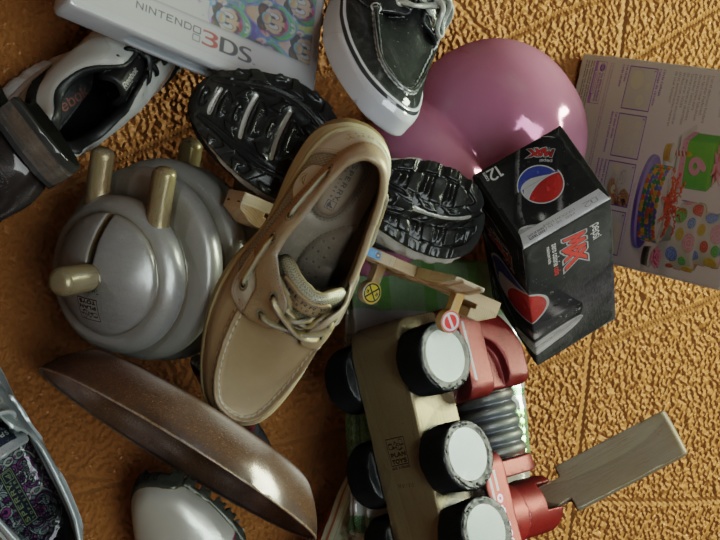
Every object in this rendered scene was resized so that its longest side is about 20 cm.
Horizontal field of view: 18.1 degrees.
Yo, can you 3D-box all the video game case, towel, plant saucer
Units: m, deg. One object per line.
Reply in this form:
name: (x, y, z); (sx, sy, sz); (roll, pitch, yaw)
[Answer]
video game case: (-0.096, -0.218, 1.409); (0.182, 0.024, 0.201); (20, 64, -33)
towel: (0.051, 0.089, 1.565); (0.149, 0.031, 0.201); (5, 76, -34)
plant saucer: (-0.106, 0.102, 1.394); (0.200, 0.200, 0.032); (38, 76, -31)

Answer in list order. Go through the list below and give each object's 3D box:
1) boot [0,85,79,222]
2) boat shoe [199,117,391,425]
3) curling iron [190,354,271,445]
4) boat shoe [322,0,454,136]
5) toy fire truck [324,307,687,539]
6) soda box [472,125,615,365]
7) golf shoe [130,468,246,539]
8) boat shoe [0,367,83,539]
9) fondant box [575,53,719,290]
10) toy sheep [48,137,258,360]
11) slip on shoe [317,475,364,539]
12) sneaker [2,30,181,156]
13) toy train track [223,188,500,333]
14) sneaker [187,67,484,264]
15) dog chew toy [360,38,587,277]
boot: (-0.280, -0.069, 1.324); (0.174, 0.069, 0.200); (-40, 82, 4)
boat shoe: (-0.038, 0.009, 1.328); (0.072, 0.065, 0.201); (23, 106, -16)
curling iron: (-0.072, 0.104, 1.460); (0.026, 0.050, 0.200); (-46, 155, -16)
boat shoe: (0.025, -0.166, 1.437); (0.074, 0.200, 0.068); (38, 120, -24)
toy fire truck: (0.101, 0.107, 1.511); (0.200, 0.128, 0.177); (-9, 83, -44)
soda box: (0.124, -0.013, 1.494); (0.071, 0.063, 0.200); (-30, 156, -6)
golf shoe: (-0.107, 0.226, 1.467); (0.088, 0.077, 0.201); (-43, 120, -54)
boat shoe: (-0.228, 0.102, 1.393); (0.070, 0.071, 0.201); (-39, 116, -21)
fondant box: (0.220, -0.068, 1.570); (0.058, 0.200, 0.145); (11, 93, -33)
toy sheep: (-0.125, -0.009, 1.401); (0.200, 0.137, 0.139); (-8, 104, -53)
slip on shoe: (-0.005, 0.191, 1.560); (0.074, 0.061, 0.200); (38, 64, -18)
sneaker: (-0.139, -0.133, 1.407); (0.200, 0.080, 0.074); (-48, 117, -19)
toy train track: (0.000, 0.000, 1.404); (0.200, 0.115, 0.033); (24, 85, -30)
sneaker: (-0.023, -0.058, 1.407); (0.200, 0.079, 0.074); (28, 75, -19)
dog chew toy: (0.055, -0.067, 1.519); (0.200, 0.124, 0.125); (-36, 115, -14)
